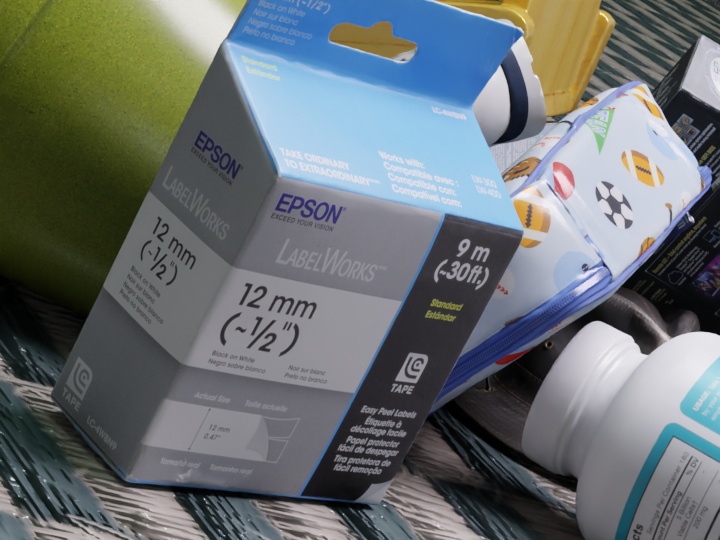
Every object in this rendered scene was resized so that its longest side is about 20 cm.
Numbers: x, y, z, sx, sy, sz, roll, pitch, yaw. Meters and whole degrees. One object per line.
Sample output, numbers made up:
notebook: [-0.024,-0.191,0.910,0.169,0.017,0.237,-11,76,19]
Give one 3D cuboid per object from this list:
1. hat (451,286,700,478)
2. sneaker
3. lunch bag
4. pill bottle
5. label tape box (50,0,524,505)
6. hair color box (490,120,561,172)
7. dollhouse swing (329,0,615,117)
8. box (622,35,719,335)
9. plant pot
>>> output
hat: [0.130,0.048,1.294,0.200,0.081,0.201,25,13,-6]
sneaker: [0.009,-0.065,1.227,0.080,0.200,0.077,-23,83,-27]
lunch bag: [0.069,-0.004,1.178,0.076,0.160,0.200,53,34,1]
pill bottle: [0.171,0.099,1.109,0.200,0.111,0.111,31,15,21]
label tape box: [-0.013,-0.010,1.003,0.143,0.201,0.066,11,24,-45]
hair color box: [0.045,-0.055,1.474,0.099,0.061,0.200,4,5,34]
dollhouse swing: [0.061,-0.178,1.489,0.181,0.177,0.200,7,9,19]
box: [0.188,-0.010,1.333,0.160,0.200,0.044,31,48,-5]
plant pot: [-0.091,-0.057,1.120,0.193,0.201,0.200,37,14,0]
